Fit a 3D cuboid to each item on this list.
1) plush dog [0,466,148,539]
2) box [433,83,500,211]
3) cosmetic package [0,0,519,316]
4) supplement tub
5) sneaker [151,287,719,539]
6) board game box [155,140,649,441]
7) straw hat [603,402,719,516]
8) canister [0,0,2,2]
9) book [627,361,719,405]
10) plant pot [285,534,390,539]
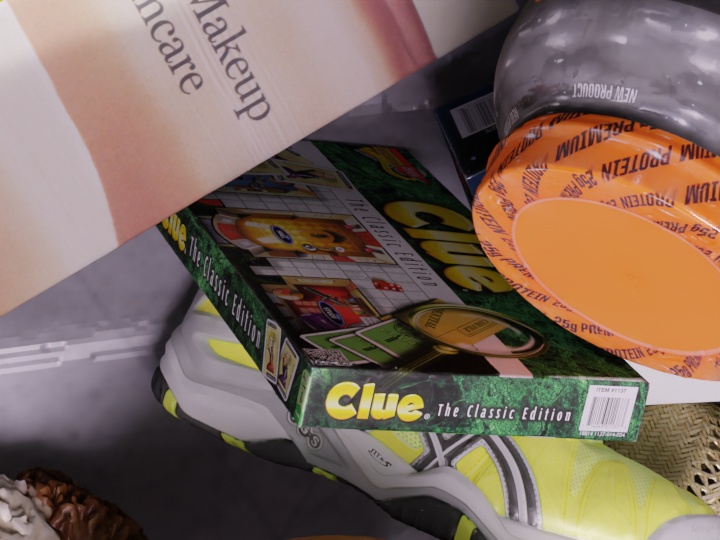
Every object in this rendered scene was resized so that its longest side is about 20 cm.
[{"bbox_3d":[-0.149,0.148,0.808,0.199,0.160,0.172,-5,93,-18],"label":"plush dog"},{"bbox_3d":[0.139,-0.039,0.837,0.200,0.038,0.137,-24,136,2],"label":"box"},{"bbox_3d":[-0.066,-0.082,0.747,0.200,0.087,0.104,-32,120,-4],"label":"cosmetic package"},{"bbox_3d":[0.116,-0.076,0.684,0.123,0.122,0.200,45,61,-31],"label":"supplement tub"},{"bbox_3d":[0.029,0.046,0.803,0.200,0.075,0.077,22,91,12],"label":"sneaker"},{"bbox_3d":[0.000,0.000,0.746,0.104,0.200,0.024,6,110,-23],"label":"board game box"},{"bbox_3d":[0.107,0.092,0.870,0.085,0.201,0.201,39,97,-4],"label":"straw hat"},{"bbox_3d":[-0.120,-0.145,0.629,0.149,0.200,0.087,-44,122,4],"label":"canister"},{"bbox_3d":[0.176,-0.020,0.815,0.199,0.048,0.134,-3,131,-14],"label":"book"},{"bbox_3d":[0.010,0.172,0.770,0.199,0.140,0.201,3,99,18],"label":"plant pot"}]
